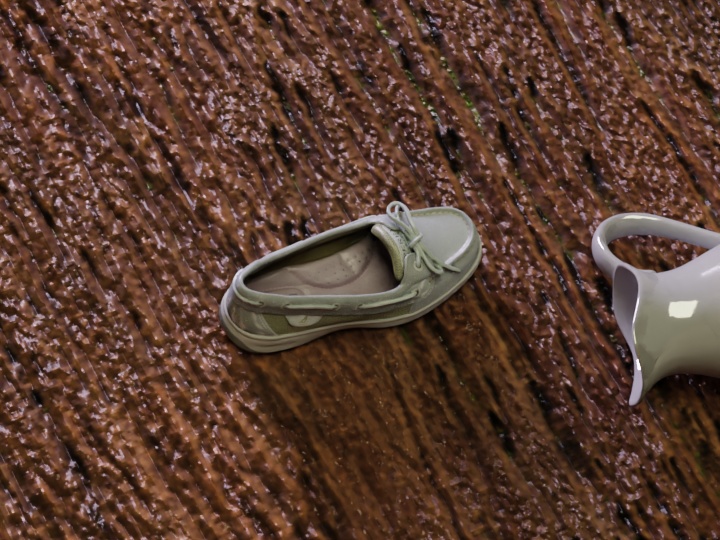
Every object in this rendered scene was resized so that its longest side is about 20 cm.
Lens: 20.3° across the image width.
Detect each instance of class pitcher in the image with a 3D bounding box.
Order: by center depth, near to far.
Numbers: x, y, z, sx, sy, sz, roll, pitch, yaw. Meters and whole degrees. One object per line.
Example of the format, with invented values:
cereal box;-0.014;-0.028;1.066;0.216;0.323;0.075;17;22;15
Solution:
pitcher;0.274;0.011;1.438;0.199;0.121;0.172;-8;47;-5

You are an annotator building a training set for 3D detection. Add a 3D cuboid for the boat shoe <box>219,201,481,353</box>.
boat shoe;-0.001;-0.001;1.401;0.201;0.065;0.075;-16;65;-21
